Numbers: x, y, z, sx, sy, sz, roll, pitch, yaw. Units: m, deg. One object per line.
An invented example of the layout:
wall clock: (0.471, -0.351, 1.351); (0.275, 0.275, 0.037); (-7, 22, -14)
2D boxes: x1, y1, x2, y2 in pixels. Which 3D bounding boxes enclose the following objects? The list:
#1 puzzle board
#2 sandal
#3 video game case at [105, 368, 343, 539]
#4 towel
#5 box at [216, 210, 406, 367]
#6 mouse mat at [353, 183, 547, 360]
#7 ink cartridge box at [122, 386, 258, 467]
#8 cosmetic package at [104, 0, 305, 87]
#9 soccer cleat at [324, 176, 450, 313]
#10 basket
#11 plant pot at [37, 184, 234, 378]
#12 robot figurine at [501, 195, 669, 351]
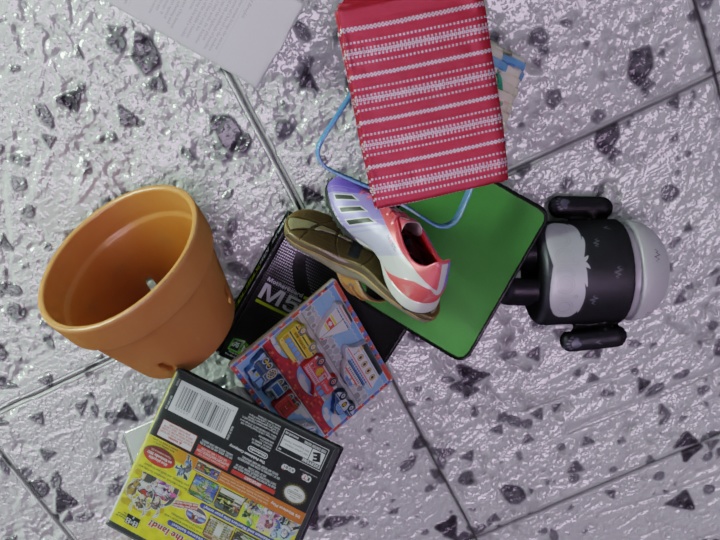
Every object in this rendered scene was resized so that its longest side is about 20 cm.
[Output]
puzzle board: (-0.049, 0.120, 1.067); (0.150, 0.017, 0.201); (-39, 135, -11)
sandal: (0.000, 0.000, 1.038); (0.199, 0.080, 0.054); (28, 130, 1)
video game case: (-0.144, 0.227, 0.971); (0.199, 0.026, 0.182); (24, 86, 10)
towel: (0.062, -0.170, 0.889); (0.143, 0.023, 0.202); (-12, 107, -3)
box: (-0.047, 0.055, 1.122); (0.199, 0.048, 0.194); (27, 111, -17)
mouse mat: (0.100, -0.018, 1.054); (0.160, 0.008, 0.201); (31, 99, 10)
ink cartridge box: (-0.159, 0.232, 1.088); (0.146, 0.200, 0.147); (-22, 78, 5)
cosmetic package: (-0.166, -0.284, 0.930); (0.199, 0.071, 0.102); (28, 110, -18)
soccer cleat: (0.031, -0.046, 1.003); (0.068, 0.200, 0.073); (-12, 143, -35)
basket: (0.066, -0.165, 0.975); (0.175, 0.139, 0.201); (24, 103, -16)
plant pot: (-0.232, 0.026, 1.020); (0.199, 0.201, 0.140); (-26, 132, 7)
robot figurine: (0.261, 0.002, 1.088); (0.198, 0.125, 0.151); (-2, 119, -4)
